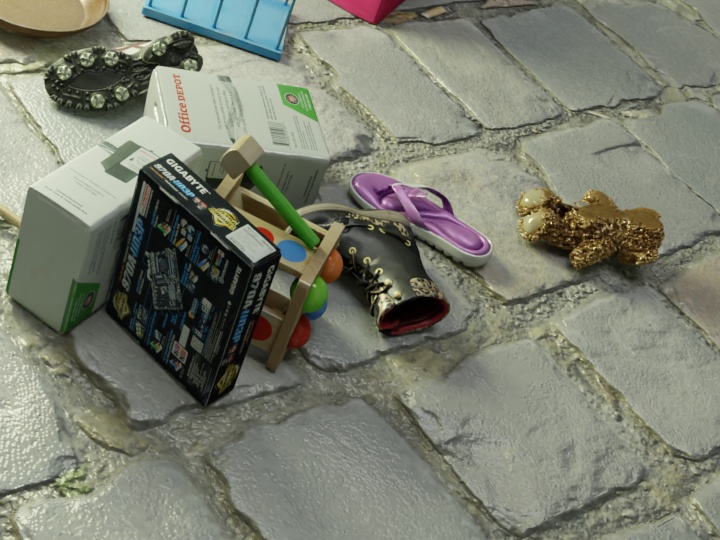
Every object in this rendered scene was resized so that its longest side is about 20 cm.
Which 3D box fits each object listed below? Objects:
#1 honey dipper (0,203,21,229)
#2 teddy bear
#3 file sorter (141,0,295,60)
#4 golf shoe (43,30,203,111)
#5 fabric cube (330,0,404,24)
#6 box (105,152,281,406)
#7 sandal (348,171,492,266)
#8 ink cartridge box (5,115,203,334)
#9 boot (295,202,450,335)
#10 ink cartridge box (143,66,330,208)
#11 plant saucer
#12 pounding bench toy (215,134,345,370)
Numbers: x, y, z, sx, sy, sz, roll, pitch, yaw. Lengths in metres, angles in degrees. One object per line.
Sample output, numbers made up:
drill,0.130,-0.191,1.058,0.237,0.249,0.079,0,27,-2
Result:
honey dipper,-0.404,-0.081,1.452,0.199,0.038,0.038,32,38,6
teddy bear,0.296,-0.053,1.790,0.197,0.067,0.146,1,34,-18
file sorter,-0.182,-0.405,1.876,0.198,0.124,0.140,17,38,-10
golf shoe,-0.293,-0.240,1.678,0.198,0.078,0.088,-15,8,-20
fabric cube,0.013,-0.532,2.066,0.195,0.201,0.200,31,38,7
box,-0.169,0.013,1.339,0.159,0.201,0.046,40,43,20
sandal,0.081,-0.078,1.701,0.201,0.050,0.083,29,38,6
ink cartridge box,-0.261,-0.051,1.407,0.083,0.148,0.200,32,37,12
boot,0.000,0.000,1.553,0.198,0.074,0.151,1,44,-35
ink cartridge box,-0.152,-0.158,1.625,0.197,0.084,0.148,6,41,-22
plant saucer,-0.424,-0.355,1.755,0.198,0.037,0.202,15,39,-12
pounding bench toy,-0.093,-0.025,1.422,0.155,0.201,0.125,26,37,3
